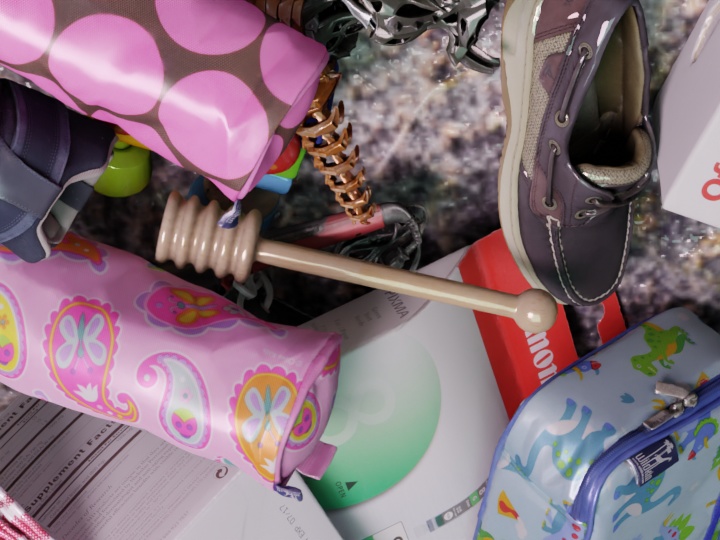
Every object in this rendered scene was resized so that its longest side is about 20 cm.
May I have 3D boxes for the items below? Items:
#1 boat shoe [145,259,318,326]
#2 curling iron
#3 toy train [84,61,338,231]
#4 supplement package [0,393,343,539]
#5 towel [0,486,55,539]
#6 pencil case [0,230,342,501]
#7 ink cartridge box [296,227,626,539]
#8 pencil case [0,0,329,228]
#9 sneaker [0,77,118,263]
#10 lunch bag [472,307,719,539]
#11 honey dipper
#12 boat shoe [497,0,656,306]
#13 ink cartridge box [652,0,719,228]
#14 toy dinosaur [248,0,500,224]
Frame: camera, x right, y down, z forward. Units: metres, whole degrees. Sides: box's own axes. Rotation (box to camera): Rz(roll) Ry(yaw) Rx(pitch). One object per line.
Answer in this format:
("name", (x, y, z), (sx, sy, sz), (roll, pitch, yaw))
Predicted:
("boat shoe", (-0.074, 0.024, 1.117), (0.198, 0.074, 0.068), (11, 110, -12))
("curling iron", (-0.060, 0.003, 1.058), (0.199, 0.026, 0.050), (-13, 126, -1))
("toy train", (-0.120, -0.082, 1.034), (0.199, 0.085, 0.116), (15, 143, -7))
("supplement package", (-0.114, 0.135, 1.118), (0.200, 0.110, 0.114), (19, 148, 50))
("towel", (-0.156, 0.175, 1.073), (0.200, 0.030, 0.146), (43, 160, 7))
("pencil case", (-0.104, 0.040, 1.005), (0.199, 0.088, 0.088), (20, 130, 11))
("ink cartridge box", (0.057, 0.068, 1.111), (0.199, 0.050, 0.162), (-24, 127, -4))
("pencil case", (-0.117, -0.105, 0.909), (0.199, 0.094, 0.091), (30, 90, -7))
("sneaker", (-0.198, -0.074, 0.984), (0.146, 0.202, 0.077), (26, 100, -31))
("lunch bag", (0.140, 0.125, 1.135), (0.082, 0.160, 0.201), (39, 136, 30))
("honey dipper", (0.000, 0.000, 1.023), (0.199, 0.038, 0.038), (12, 129, -1))
("boat shoe", (0.111, -0.058, 1.025), (0.072, 0.065, 0.201), (-29, 131, -29))
("ink cartridge box", (0.258, -0.075, 1.001), (0.199, 0.084, 0.145), (19, 128, -9))
("toy dinosaur", (-0.005, -0.130, 0.964), (0.135, 0.102, 0.201), (-3, 123, 8))
